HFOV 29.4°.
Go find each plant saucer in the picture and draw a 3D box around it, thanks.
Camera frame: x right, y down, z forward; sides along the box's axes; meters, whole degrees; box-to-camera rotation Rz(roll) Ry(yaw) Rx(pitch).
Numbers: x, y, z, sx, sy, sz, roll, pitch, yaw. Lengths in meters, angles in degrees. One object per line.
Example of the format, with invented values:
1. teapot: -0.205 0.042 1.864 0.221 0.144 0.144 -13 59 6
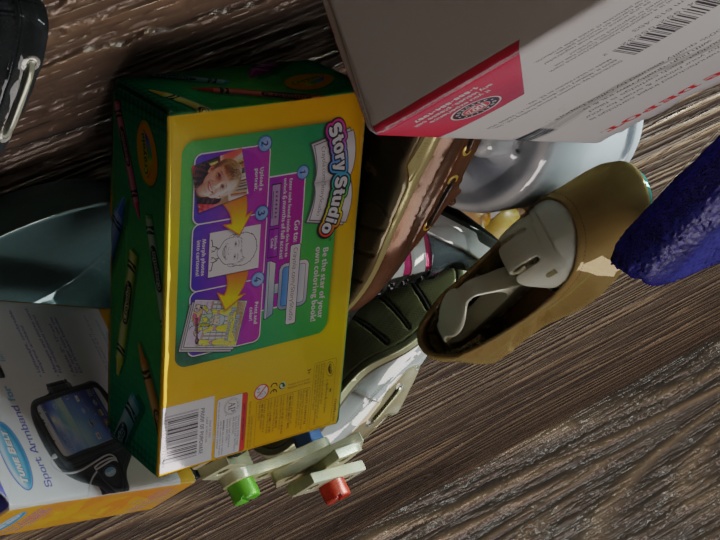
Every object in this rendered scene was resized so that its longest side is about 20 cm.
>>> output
1. plant saucer: -0.192 0.005 0.765 0.200 0.036 0.200 -28 165 -8

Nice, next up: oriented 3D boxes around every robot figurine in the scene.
1. robot figurine: 0.102 -0.096 0.851 0.169 0.113 0.200 -25 171 37

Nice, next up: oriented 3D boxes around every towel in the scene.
1. towel: 0.225 -0.077 0.722 0.148 0.050 0.200 -14 150 -51

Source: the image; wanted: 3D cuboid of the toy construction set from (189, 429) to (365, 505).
1. toy construction set: -0.088 0.078 0.877 0.092 0.200 0.131 -44 163 6

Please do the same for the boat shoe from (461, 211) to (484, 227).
1. boat shoe: 0.000 -0.036 0.951 0.200 0.076 0.074 -14 125 -29

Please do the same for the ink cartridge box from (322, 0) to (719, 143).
1. ink cartridge box: 0.102 -0.122 0.598 0.145 0.085 0.200 -27 167 36

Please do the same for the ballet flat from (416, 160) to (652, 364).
1. ballet flat: 0.099 0.005 0.828 0.063 0.069 0.200 -5 151 -33

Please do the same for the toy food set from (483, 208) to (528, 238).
1. toy food set: 0.111 -0.016 1.210 0.200 0.060 0.143 -36 164 14

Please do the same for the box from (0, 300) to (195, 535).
1. box: -0.174 0.075 0.728 0.041 0.119 0.200 -33 164 19

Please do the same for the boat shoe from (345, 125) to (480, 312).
1. boat shoe: 0.025 -0.048 0.744 0.067 0.072 0.200 -5 140 -30

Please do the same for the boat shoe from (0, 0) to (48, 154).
1. boat shoe: -0.185 -0.040 0.569 0.060 0.076 0.200 -8 154 -41

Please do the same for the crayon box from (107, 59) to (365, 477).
1. crayon box: -0.066 -0.003 0.720 0.119 0.058 0.201 -12 118 -36

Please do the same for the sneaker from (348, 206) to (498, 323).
1. sneaker: 0.000 0.000 0.875 0.200 0.084 0.121 19 105 -38

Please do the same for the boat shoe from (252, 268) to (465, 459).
1. boat shoe: 0.004 0.069 1.009 0.200 0.075 0.068 -42 142 -1
